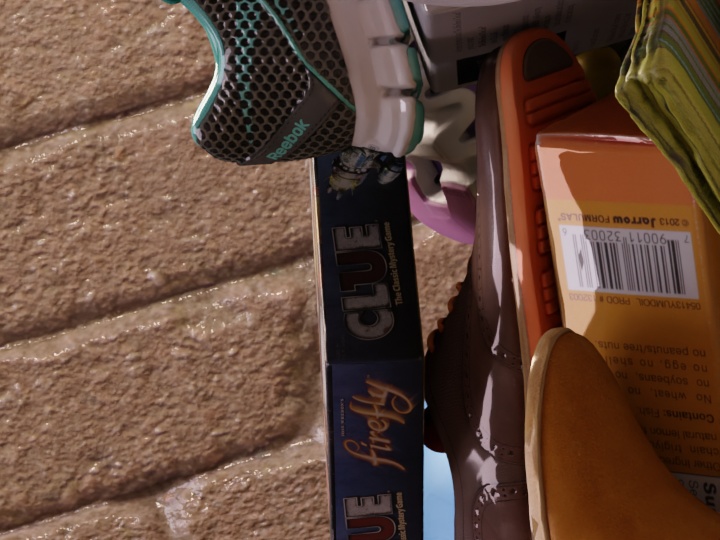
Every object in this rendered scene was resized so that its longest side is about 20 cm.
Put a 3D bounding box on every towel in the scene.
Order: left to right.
[{"bbox_3d":[0.102,-0.086,0.808,0.086,0.018,0.200,53,-150,-33],"label":"towel"}]

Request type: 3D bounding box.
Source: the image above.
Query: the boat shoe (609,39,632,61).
[{"bbox_3d":[0.134,-0.040,1.229,0.074,0.075,0.201,47,-153,-81],"label":"boat shoe"}]

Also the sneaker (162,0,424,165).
[{"bbox_3d":[-0.043,-0.127,0.979,0.078,0.091,0.201,175,79,-89],"label":"sneaker"}]

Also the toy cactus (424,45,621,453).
[{"bbox_3d":[0.117,0.013,1.113,0.165,0.200,0.102,36,159,-22],"label":"toy cactus"}]

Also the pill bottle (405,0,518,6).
[{"bbox_3d":[0.036,-0.187,0.833,0.112,0.111,0.201,72,-149,-62],"label":"pill bottle"}]

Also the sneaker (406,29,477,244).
[{"bbox_3d":[0.030,-0.114,1.165,0.080,0.088,0.201,12,132,63],"label":"sneaker"}]

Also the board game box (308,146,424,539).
[{"bbox_3d":[0.000,0.000,1.069,0.136,0.034,0.200,88,178,-48],"label":"board game box"}]

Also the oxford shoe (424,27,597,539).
[{"bbox_3d":[0.050,0.016,0.999,0.071,0.073,0.201,-18,-72,-53],"label":"oxford shoe"}]

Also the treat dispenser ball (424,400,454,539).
[{"bbox_3d":[0.116,0.117,1.429,0.201,0.200,0.201,-16,-90,-89],"label":"treat dispenser ball"}]

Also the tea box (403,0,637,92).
[{"bbox_3d":[0.058,-0.183,1.006,0.200,0.133,0.197,62,-169,-86],"label":"tea box"}]

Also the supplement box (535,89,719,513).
[{"bbox_3d":[0.113,0.040,0.970,0.066,0.069,0.201,-31,-60,-48],"label":"supplement box"}]

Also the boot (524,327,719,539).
[{"bbox_3d":[0.138,0.104,0.901,0.071,0.144,0.202,-18,-86,-62],"label":"boot"}]
